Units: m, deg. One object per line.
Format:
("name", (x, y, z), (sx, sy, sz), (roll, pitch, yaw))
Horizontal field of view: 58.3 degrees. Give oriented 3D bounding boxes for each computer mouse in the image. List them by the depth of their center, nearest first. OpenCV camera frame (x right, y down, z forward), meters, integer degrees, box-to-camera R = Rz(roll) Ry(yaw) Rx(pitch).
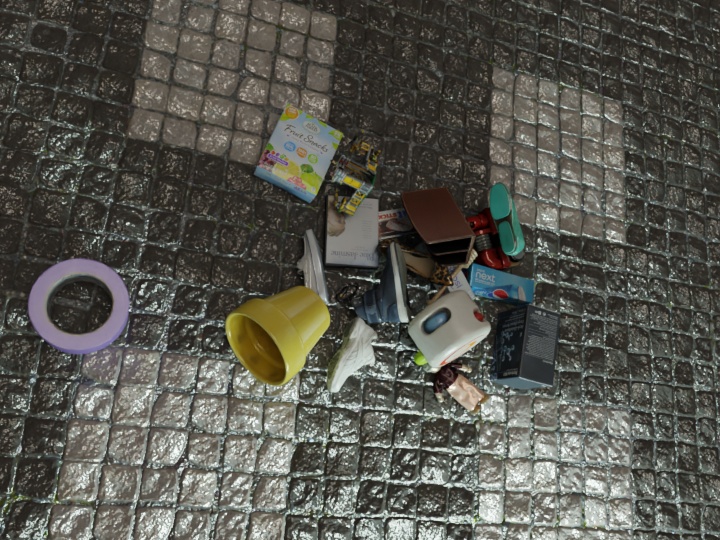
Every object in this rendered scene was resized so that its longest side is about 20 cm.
("computer mouse", (0.000, 0.000, 1.678), (0.059, 0.034, 0.200), (35, 69, -10))

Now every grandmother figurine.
("grandmother figurine", (0.237, 0.291, 1.686), (0.200, 0.061, 0.121), (43, 74, -3))

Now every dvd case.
("dvd case", (-0.023, -0.101, 1.681), (0.143, 0.018, 0.200), (4, 71, -10))

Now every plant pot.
("plant pot", (-0.178, 0.134, 1.504), (0.189, 0.201, 0.201), (-37, 92, -38))

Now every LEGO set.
("LEGO set", (-0.033, -0.251, 1.648), (0.116, 0.154, 0.200), (25, 60, -15))

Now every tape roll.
("tape roll", (-0.610, 0.079, 1.408), (0.200, 0.085, 0.200), (4, 77, -18))

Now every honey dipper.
("honey dipper", (0.236, 0.023, 1.688), (0.038, 0.038, 0.200), (41, 74, -7))

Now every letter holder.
("letter holder", (0.185, -0.110, 1.661), (0.142, 0.101, 0.200), (-8, 46, -15))

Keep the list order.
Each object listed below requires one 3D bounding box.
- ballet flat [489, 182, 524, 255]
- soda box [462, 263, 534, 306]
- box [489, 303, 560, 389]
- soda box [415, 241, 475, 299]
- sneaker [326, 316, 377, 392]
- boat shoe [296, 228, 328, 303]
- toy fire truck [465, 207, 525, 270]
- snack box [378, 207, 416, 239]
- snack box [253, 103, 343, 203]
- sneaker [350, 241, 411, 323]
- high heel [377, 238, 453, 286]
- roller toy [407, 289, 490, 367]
("ballet flat", (0.396, -0.137, 1.735), (0.070, 0.067, 0.200), (0, 76, -49))
("soda box", (0.379, 0.042, 1.791), (0.200, 0.064, 0.068), (15, 73, -16))
("box", (0.440, 0.207, 1.728), (0.107, 0.148, 0.200), (16, 72, -16))
("soda box", (0.227, 0.005, 1.741), (0.063, 0.068, 0.200), (-27, 87, -21))
("sneaker", (-0.013, 0.219, 1.600), (0.099, 0.078, 0.200), (32, 70, -14))
("boat shoe", (-0.128, -0.008, 1.613), (0.065, 0.074, 0.200), (-12, 67, 3))
("toy fire truck", (0.337, -0.084, 1.777), (0.200, 0.129, 0.176), (-10, 82, -16))
("snack box", (0.119, -0.134, 1.758), (0.200, 0.024, 0.072), (-11, 80, -22))
("snack box", (-0.160, -0.304, 1.673), (0.169, 0.068, 0.200), (25, 68, -12))
("sneaker", (0.044, 0.034, 1.615), (0.146, 0.077, 0.203), (-6, 88, 20))
("high heel", (0.136, -0.015, 1.649), (0.142, 0.071, 0.200), (-3, 37, -47))
("roller toy", (0.218, 0.139, 1.608), (0.200, 0.182, 0.140), (-24, 71, -29))
